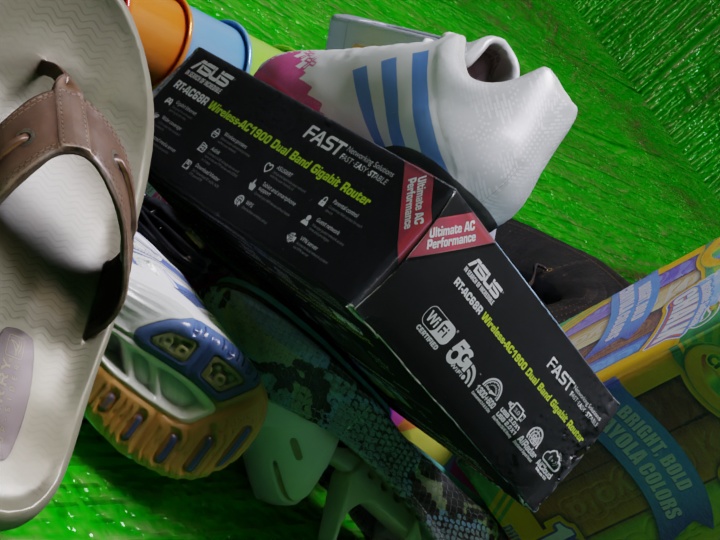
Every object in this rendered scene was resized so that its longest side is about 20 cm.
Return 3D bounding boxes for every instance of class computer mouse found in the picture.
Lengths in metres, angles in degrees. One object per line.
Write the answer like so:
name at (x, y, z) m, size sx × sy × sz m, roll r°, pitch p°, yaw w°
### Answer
computer mouse at (-0.126, -0.065, 0.819) m, size 0.200 × 0.034 × 0.059 m, roll 41°, pitch 0°, yaw 17°

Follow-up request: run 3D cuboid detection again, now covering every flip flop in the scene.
flip flop at (-0.106, -0.014, 0.647) m, size 0.081 × 0.057 × 0.202 m, roll 21°, pitch 65°, yaw -28°

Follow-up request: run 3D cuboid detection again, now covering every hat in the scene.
hat at (0.054, 0.036, 1.059) m, size 0.201 × 0.198 × 0.082 m, roll -80°, pitch 170°, yaw -69°

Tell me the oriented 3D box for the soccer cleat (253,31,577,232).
soccer cleat at (0.024, -0.072, 0.867) m, size 0.070 × 0.086 × 0.200 m, roll 47°, pitch -9°, yaw -34°

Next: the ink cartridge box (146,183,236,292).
ink cartridge box at (-0.074, -0.052, 1.005) m, size 0.119 × 0.042 × 0.201 m, roll 34°, pitch 26°, yaw -41°

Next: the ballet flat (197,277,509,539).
ballet flat at (-0.008, 0.087, 0.840) m, size 0.200 × 0.074 × 0.074 m, roll 43°, pitch 18°, yaw -25°

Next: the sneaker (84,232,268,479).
sneaker at (-0.122, 0.000, 0.742) m, size 0.200 × 0.075 × 0.088 m, roll 48°, pitch 1°, yaw -26°

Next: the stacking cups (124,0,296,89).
stacking cups at (-0.088, -0.101, 0.941) m, size 0.199 × 0.061 × 0.061 m, roll 21°, pitch 32°, yaw -43°

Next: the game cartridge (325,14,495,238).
game cartridge at (0.018, -0.056, 0.989) m, size 0.041 × 0.134 × 0.200 m, roll 10°, pitch 7°, yaw -23°

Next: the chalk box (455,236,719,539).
chalk box at (0.166, 0.065, 0.869) m, size 0.125 × 0.199 × 0.124 m, roll 54°, pitch 29°, yaw -9°

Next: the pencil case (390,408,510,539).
pencil case at (0.053, 0.100, 0.956) m, size 0.200 × 0.088 × 0.089 m, roll 40°, pitch 19°, yaw -27°

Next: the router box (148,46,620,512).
router box at (0.000, 0.000, 0.819) m, size 0.200 × 0.062 × 0.150 m, roll 34°, pitch -12°, yaw 48°
